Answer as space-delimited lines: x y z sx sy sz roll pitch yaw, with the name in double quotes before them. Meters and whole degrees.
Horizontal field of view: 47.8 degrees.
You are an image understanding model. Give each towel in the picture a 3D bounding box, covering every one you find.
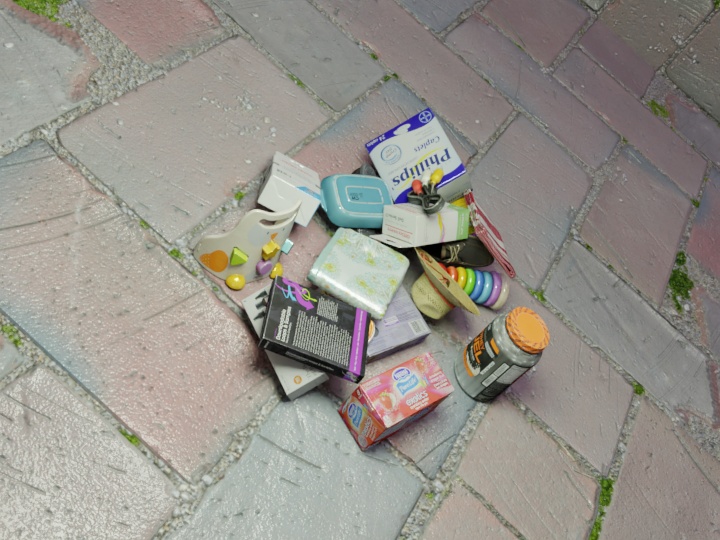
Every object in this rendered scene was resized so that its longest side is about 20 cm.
"towel" 0.286 -0.086 1.796 0.144 0.023 0.201 49 19 -27
"towel" 0.000 0.000 1.632 0.169 0.049 0.201 27 37 5

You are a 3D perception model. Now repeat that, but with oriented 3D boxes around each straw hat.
"straw hat" 0.155 0.050 1.709 0.201 0.085 0.201 45 11 -10

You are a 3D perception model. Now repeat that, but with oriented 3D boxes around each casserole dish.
"casserole dish" 0.000 -0.155 1.757 0.197 0.039 0.124 -1 68 -36

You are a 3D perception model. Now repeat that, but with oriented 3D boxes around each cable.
"cable" 0.134 -0.166 1.726 0.051 0.096 0.201 60 16 -17

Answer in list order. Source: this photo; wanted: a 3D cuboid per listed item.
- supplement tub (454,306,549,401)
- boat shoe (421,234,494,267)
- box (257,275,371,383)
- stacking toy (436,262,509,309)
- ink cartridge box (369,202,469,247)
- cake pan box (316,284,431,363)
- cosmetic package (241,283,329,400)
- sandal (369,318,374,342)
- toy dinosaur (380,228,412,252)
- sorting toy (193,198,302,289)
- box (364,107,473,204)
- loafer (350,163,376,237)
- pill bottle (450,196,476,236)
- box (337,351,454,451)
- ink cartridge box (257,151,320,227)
"supplement tub" 0.289 0.169 1.659 0.120 0.201 0.124 19 45 -20
"boat shoe" 0.203 -0.042 1.820 0.197 0.076 0.073 14 27 30
"box" -0.078 0.105 1.451 0.197 0.036 0.145 24 46 -16
"stacking toy" 0.234 0.026 1.839 0.196 0.086 0.087 14 48 -16
"ink cartridge box" 0.126 -0.102 1.744 0.197 0.069 0.116 -10 21 -37
"cake pan box" 0.031 0.083 1.661 0.198 0.052 0.186 -17 68 -42
"cosmetic package" -0.139 0.125 1.480 0.082 0.051 0.202 -29 69 -3
"sandal" -0.066 0.111 1.527 0.202 0.060 0.081 -3 62 -15
"toy dinosaur" 0.076 -0.086 1.825 0.087 0.047 0.203 26 50 -30
"sorting toy" -0.187 -0.067 1.536 0.198 0.181 0.108 -18 65 -42
"box" 0.135 -0.240 1.890 0.202 0.182 0.105 63 3 25
"loafer" -0.002 -0.143 1.826 0.072 0.062 0.204 35 49 -44
"pill bottle" 0.235 -0.124 1.933 0.103 0.105 0.203 -4 58 -36
"box" 0.068 0.241 1.519 0.198 0.100 0.096 -19 67 -42
"ink cartridge box" -0.147 -0.174 1.704 0.114 0.067 0.201 27 18 -13
